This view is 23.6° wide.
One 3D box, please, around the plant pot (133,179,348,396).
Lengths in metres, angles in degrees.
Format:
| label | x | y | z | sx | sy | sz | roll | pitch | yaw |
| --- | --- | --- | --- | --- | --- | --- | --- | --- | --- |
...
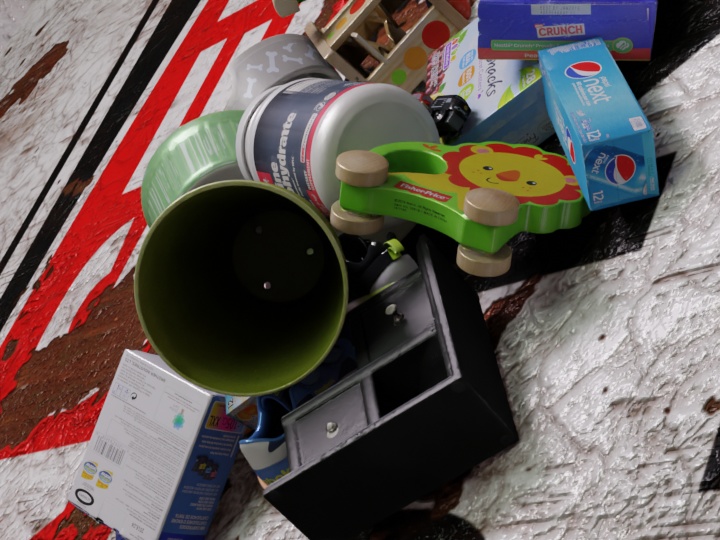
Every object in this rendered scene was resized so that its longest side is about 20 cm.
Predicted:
| label | x | y | z | sx | sy | sz | roll | pitch | yaw |
| --- | --- | --- | --- | --- | --- | --- | --- | --- | --- |
| plant pot | -0.090 | -0.001 | 1.563 | 0.187 | 0.187 | 0.200 | -45 | 2 | 12 |

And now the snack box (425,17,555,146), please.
| label | x | y | z | sx | sy | sz | roll | pitch | yaw |
| --- | --- | --- | --- | --- | --- | --- | --- | --- | --- |
| snack box | 0.143 | -0.190 | 1.749 | 0.169 | 0.068 | 0.200 | -35 | 31 | 31 |

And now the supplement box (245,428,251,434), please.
| label | x | y | z | sx | sy | sz | roll | pitch | yaw |
| --- | --- | --- | --- | --- | --- | --- | --- | --- | --- |
| supplement box | -0.132 | 0.086 | 1.832 | 0.126 | 0.073 | 0.200 | -39 | 28 | 25 |

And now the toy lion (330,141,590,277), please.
| label | x | y | z | sx | sy | sz | roll | pitch | yaw |
| --- | --- | --- | --- | --- | --- | --- | --- | --- | --- |
| toy lion | 0.099 | -0.074 | 1.528 | 0.199 | 0.069 | 0.192 | 18 | 30 | 22 |

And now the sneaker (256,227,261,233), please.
| label | x | y | z | sx | sy | sz | roll | pitch | yaw |
| --- | --- | --- | --- | --- | --- | --- | --- | --- | --- |
| sneaker | -0.138 | -0.001 | 1.811 | 0.200 | 0.073 | 0.082 | -34 | 47 | 38 |

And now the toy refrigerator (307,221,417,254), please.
| label | x | y | z | sx | sy | sz | roll | pitch | yaw |
| --- | --- | --- | --- | --- | --- | --- | --- | --- | --- |
| toy refrigerator | -0.012 | -0.040 | 1.805 | 0.200 | 0.070 | 0.076 | -47 | 25 | 10 |

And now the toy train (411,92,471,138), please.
| label | x | y | z | sx | sy | sz | roll | pitch | yaw |
| --- | --- | --- | --- | --- | --- | --- | --- | --- | --- |
| toy train | 0.055 | -0.159 | 1.743 | 0.046 | 0.034 | 0.200 | -56 | 24 | -11 |

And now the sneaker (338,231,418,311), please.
| label | x | y | z | sx | sy | sz | roll | pitch | yaw |
| --- | --- | --- | --- | --- | --- | --- | --- | --- | --- |
| sneaker | 0.000 | 0.000 | 1.682 | 0.072 | 0.083 | 0.200 | -27 | 7 | -30 |

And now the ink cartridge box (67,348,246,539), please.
| label | x | y | z | sx | sy | sz | roll | pitch | yaw |
| --- | --- | --- | --- | --- | --- | --- | --- | --- | --- |
| ink cartridge box | -0.204 | 0.196 | 1.709 | 0.136 | 0.076 | 0.201 | 24 | 92 | 38 |

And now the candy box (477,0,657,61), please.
| label | x | y | z | sx | sy | sz | roll | pitch | yaw |
| --- | --- | --- | --- | --- | --- | --- | --- | --- | --- |
| candy box | 0.205 | -0.291 | 1.676 | 0.168 | 0.077 | 0.200 | 3 | 44 | 10 |

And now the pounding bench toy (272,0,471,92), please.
| label | x | y | z | sx | sy | sz | roll | pitch | yaw |
| --- | --- | --- | --- | --- | --- | --- | --- | --- | --- |
| pounding bench toy | 0.016 | -0.300 | 1.957 | 0.156 | 0.200 | 0.124 | -47 | 25 | 9 |

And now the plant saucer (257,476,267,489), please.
| label | x | y | z | sx | sy | sz | roll | pitch | yaw |
| --- | --- | --- | --- | --- | --- | --- | --- | --- | --- |
| plant saucer | -0.021 | 0.134 | 1.630 | 0.200 | 0.032 | 0.201 | -39 | 28 | 26 |

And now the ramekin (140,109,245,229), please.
| label | x | y | z | sx | sy | sz | roll | pitch | yaw |
| --- | --- | --- | --- | --- | --- | --- | --- | --- | --- |
| ramekin | -0.139 | -0.068 | 1.918 | 0.200 | 0.200 | 0.098 | -45 | 33 | 13 |

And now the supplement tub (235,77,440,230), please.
| label | x | y | z | sx | sy | sz | roll | pitch | yaw |
| --- | --- | --- | --- | --- | --- | --- | --- | --- | --- |
| supplement tub | -0.025 | -0.118 | 1.701 | 0.141 | 0.140 | 0.200 | -56 | 29 | -11 |

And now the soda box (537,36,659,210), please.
| label | x | y | z | sx | sy | sz | roll | pitch | yaw |
| --- | --- | --- | --- | --- | --- | --- | --- | --- | --- |
| soda box | 0.210 | -0.135 | 1.536 | 0.064 | 0.068 | 0.200 | -12 | 31 | 2 |

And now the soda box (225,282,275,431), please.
| label | x | y | z | sx | sy | sz | roll | pitch | yaw |
| --- | --- | --- | --- | --- | --- | --- | --- | --- | --- |
| soda box | -0.093 | 0.065 | 1.695 | 0.068 | 0.064 | 0.200 | -37 | 38 | 27 |

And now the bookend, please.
| label | x | y | z | sx | sy | sz | roll | pitch | yaw |
| --- | --- | --- | --- | --- | --- | --- | --- | --- | --- |
| bookend | 0.015 | 0.103 | 1.483 | 0.198 | 0.092 | 0.200 | -32 | 34 | 16 |

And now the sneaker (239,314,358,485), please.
| label | x | y | z | sx | sy | sz | roll | pitch | yaw |
| --- | --- | --- | --- | --- | --- | --- | --- | --- | --- |
| sneaker | -0.041 | 0.109 | 1.565 | 0.074 | 0.082 | 0.200 | -16 | 40 | 53 |

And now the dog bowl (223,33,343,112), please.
| label | x | y | z | sx | sy | sz | roll | pitch | yaw |
| --- | --- | --- | --- | --- | --- | --- | --- | --- | --- |
| dog bowl | -0.097 | -0.173 | 2.005 | 0.059 | 0.200 | 0.200 | 39 | 90 | 32 |
